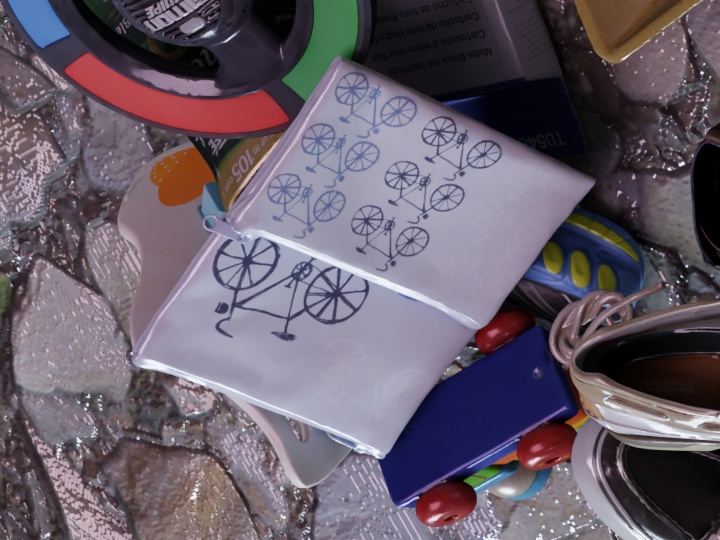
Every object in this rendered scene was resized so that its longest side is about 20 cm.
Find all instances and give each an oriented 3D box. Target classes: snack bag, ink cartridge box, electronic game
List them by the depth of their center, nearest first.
[{"bbox_3d":[-0.088,-0.142,1.455,0.199,0.042,0.201,11,136,11],"label":"electronic game"},{"bbox_3d":[0.000,0.000,1.518,0.200,0.188,0.021,-52,42,17],"label":"snack bag"},{"bbox_3d":[0.008,-0.134,1.629,0.199,0.041,0.201,-10,108,41],"label":"ink cartridge box"}]

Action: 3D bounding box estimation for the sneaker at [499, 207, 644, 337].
[{"bbox_3d":[0.055,-0.015,1.624,0.199,0.071,0.083,25,140,6],"label":"sneaker"}]

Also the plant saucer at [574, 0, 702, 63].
[{"bbox_3d":[0.154,-0.229,1.421,0.200,0.048,0.201,-36,71,47],"label":"plant saucer"}]

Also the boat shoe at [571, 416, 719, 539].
[{"bbox_3d":[0.202,0.129,1.558,0.199,0.071,0.064,30,163,-19],"label":"boat shoe"}]

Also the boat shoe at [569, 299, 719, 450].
[{"bbox_3d":[0.196,0.051,1.462,0.199,0.068,0.075,-10,65,28],"label":"boat shoe"}]

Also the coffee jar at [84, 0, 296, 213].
[{"bbox_3d":[-0.059,-0.102,1.573,0.104,0.085,0.200,-47,66,21],"label":"coffee jar"}]

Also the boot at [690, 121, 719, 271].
[{"bbox_3d":[0.194,-0.008,1.512,0.074,0.097,0.201,17,123,30],"label":"boot"}]

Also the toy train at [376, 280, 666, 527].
[{"bbox_3d":[0.113,0.066,1.613,0.199,0.115,0.085,-32,65,27],"label":"toy train"}]

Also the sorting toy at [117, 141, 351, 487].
[{"bbox_3d":[-0.048,0.028,1.640,0.200,0.180,0.107,40,128,-10],"label":"sorting toy"}]
